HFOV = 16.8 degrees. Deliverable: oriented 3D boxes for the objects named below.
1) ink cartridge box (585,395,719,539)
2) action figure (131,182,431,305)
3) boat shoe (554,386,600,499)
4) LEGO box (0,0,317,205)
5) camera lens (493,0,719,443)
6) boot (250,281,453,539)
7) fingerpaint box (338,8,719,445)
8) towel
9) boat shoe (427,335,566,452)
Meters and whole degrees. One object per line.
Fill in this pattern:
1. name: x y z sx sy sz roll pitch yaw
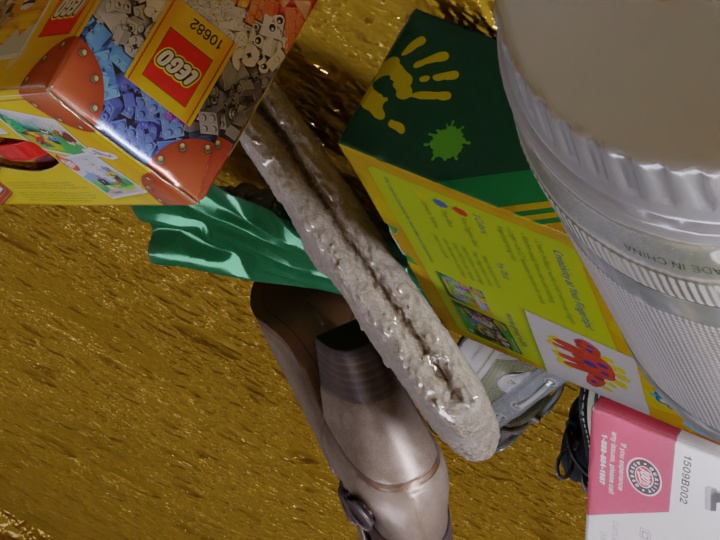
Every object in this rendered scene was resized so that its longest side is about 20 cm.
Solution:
1. ink cartridge box: 0.213 0.127 1.164 0.200 0.083 0.147 22 134 26
2. action figure: -0.023 -0.018 1.273 0.200 0.055 0.118 15 159 21
3. boat shoe: 0.136 0.090 1.297 0.062 0.075 0.200 17 166 20
4. LEGO box: -0.102 -0.106 0.962 0.077 0.149 0.200 37 162 -27
5. camera lens: 0.135 -0.042 0.726 0.160 0.160 0.200 20 162 29
6. boot: -0.003 0.083 1.331 0.200 0.070 0.147 -123 16 -68
7. fingerpaint box: 0.100 -0.012 1.038 0.167 0.073 0.200 23 164 24
8. towel: 0.000 0.000 1.152 0.200 0.034 0.133 56 179 14
9. boat shoe: 0.083 0.055 1.283 0.065 0.075 0.202 32 158 7
